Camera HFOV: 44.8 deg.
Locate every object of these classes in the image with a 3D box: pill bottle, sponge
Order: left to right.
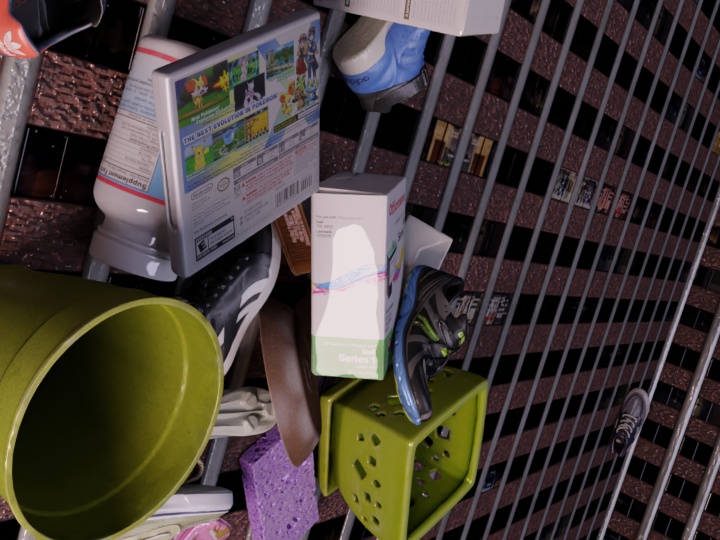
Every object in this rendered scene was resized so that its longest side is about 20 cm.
[{"bbox_3d":[-0.175,-0.099,0.789,0.108,0.108,0.202,12,99,-57],"label":"pill bottle"},{"bbox_3d":[-0.107,0.299,1.189,0.111,0.030,0.202,-36,135,-40],"label":"sponge"}]

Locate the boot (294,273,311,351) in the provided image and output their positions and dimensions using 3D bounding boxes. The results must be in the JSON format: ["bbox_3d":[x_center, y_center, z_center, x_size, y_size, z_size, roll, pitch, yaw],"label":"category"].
[{"bbox_3d":[-0.019,0.008,1.124,0.146,0.070,0.202,-45,149,-46],"label":"boot"}]

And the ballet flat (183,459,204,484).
[{"bbox_3d":[-0.236,0.203,0.904,0.199,0.075,0.069,13,96,-57],"label":"ballet flat"}]

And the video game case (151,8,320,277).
[{"bbox_3d":[-0.100,-0.116,0.772,0.200,0.022,0.184,-39,141,-45],"label":"video game case"}]

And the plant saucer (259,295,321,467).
[{"bbox_3d":[-0.076,0.123,1.008,0.200,0.036,0.203,-11,90,-88],"label":"plant saucer"}]

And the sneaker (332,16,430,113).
[{"bbox_3d":[0.057,-0.277,1.051,0.201,0.076,0.112,-51,138,-17],"label":"sneaker"}]

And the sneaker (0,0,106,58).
[{"bbox_3d":[-0.213,-0.235,0.677,0.201,0.084,0.075,-56,145,-19],"label":"sneaker"}]

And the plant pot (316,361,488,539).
[{"bbox_3d":[0.050,0.241,1.246,0.198,0.180,0.202,-28,130,-46],"label":"plant pot"}]

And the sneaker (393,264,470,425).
[{"bbox_3d":[0.081,0.078,0.987,0.071,0.082,0.201,83,16,-51],"label":"sneaker"}]

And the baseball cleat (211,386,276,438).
[{"bbox_3d":[-0.189,0.160,0.955,0.198,0.106,0.071,10,72,-29],"label":"baseball cleat"}]

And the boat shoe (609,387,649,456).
[{"bbox_3d":[0.771,0.441,2.508,0.093,0.074,0.202,-28,131,-55],"label":"boat shoe"}]

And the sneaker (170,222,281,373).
[{"bbox_3d":[-0.158,0.022,0.917,0.112,0.073,0.202,18,94,-57],"label":"sneaker"}]

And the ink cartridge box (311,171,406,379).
[{"bbox_3d":[0.000,0.000,0.971,0.145,0.083,0.203,-51,143,-73],"label":"ink cartridge box"}]

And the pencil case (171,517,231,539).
[{"bbox_3d":[-0.236,0.344,0.980,0.200,0.082,0.087,-48,135,-27],"label":"pencil case"}]

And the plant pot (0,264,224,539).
[{"bbox_3d":[-0.248,0.084,0.710,0.200,0.192,0.203,-32,133,-42],"label":"plant pot"}]

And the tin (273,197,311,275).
[{"bbox_3d":[-0.074,-0.084,0.956,0.113,0.041,0.201,-99,175,-45],"label":"tin"}]

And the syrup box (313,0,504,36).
[{"bbox_3d":[0.049,-0.303,0.914,0.078,0.199,0.082,-21,126,-49],"label":"syrup box"}]

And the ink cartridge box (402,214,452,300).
[{"bbox_3d":[0.051,0.009,1.167,0.117,0.067,0.200,-63,-177,-11],"label":"ink cartridge box"}]

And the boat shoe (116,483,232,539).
[{"bbox_3d":[-0.228,0.267,0.924,0.198,0.072,0.063,1,86,-34],"label":"boat shoe"}]
